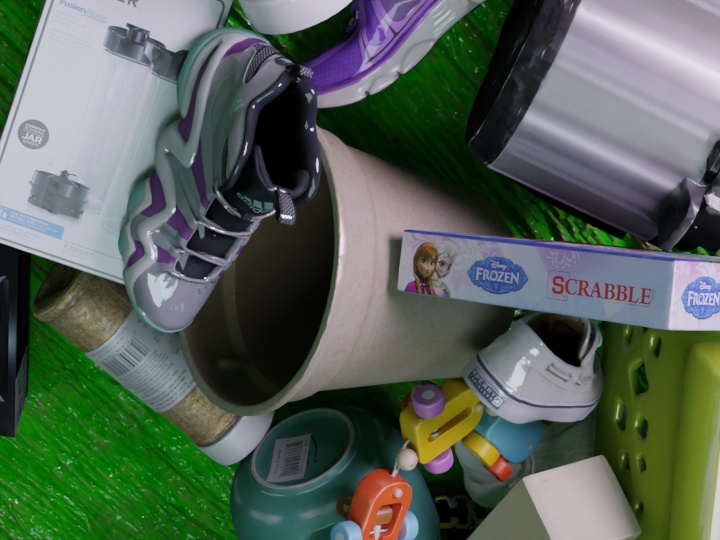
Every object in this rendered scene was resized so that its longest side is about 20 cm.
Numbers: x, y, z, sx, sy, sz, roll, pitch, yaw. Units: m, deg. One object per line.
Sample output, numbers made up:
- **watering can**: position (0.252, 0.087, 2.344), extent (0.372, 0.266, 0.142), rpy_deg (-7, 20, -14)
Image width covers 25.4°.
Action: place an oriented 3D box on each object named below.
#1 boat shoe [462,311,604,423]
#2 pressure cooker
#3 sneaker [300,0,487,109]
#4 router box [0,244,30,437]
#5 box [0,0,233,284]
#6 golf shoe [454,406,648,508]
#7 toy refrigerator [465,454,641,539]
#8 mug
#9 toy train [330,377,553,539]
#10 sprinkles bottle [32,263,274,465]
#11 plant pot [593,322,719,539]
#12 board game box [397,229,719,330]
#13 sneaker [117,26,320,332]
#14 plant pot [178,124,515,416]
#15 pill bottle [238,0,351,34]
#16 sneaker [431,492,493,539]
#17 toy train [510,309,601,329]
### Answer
- **boat shoe**: position (0.136, 0.057, 1.097), extent (0.071, 0.199, 0.070), rpy_deg (47, 108, 21)
- **pressure cooker**: position (0.182, -0.108, 0.988), extent (0.198, 0.179, 0.178), rpy_deg (24, 94, -4)
- **sneaker**: position (0.027, -0.183, 1.030), extent (0.200, 0.081, 0.084), rpy_deg (-40, 100, 19)
- **router box**: position (-0.330, 0.027, 1.198), extent (0.155, 0.053, 0.202), rpy_deg (8, 127, -4)
- **box**: position (-0.170, -0.106, 1.040), extent (0.115, 0.060, 0.202), rpy_deg (20, 99, -12)
- **golf shoe**: position (0.165, 0.124, 1.244), extent (0.198, 0.076, 0.092), rpy_deg (-17, 121, 13)
- **toy refrigerator**: position (0.121, 0.213, 1.182), extent (0.075, 0.071, 0.201), rpy_deg (-11, 152, -28)
- **mug**: position (-0.016, 0.182, 1.227), extent (0.152, 0.184, 0.115), rpy_deg (-39, 125, -23)
- **toy train**: position (0.057, 0.139, 1.170), extent (0.198, 0.055, 0.152), rpy_deg (-7, 120, -41)
- **sprinkles bottle**: position (-0.154, 0.066, 1.212), extent (0.068, 0.069, 0.200), rpy_deg (-34, 119, 25)
- **plant pot**: position (0.285, 0.114, 1.121), extent (0.197, 0.182, 0.202), rpy_deg (1, 106, -8)
- **board game box**: position (0.161, 0.006, 0.989), extent (0.198, 0.198, 0.042), rpy_deg (8, 93, 41)
- **sneaker**: position (-0.079, -0.040, 0.975), extent (0.077, 0.140, 0.202), rpy_deg (6, 106, -35)
- **plant pot**: position (0.000, 0.000, 1.081), extent (0.182, 0.202, 0.201), rpy_deg (6, 132, -37)
- **pill bottle**: position (-0.069, -0.246, 0.948), extent (0.109, 0.111, 0.201), rpy_deg (-17, 125, 14)
- **sneaker**: position (0.077, 0.217, 1.311), extent (0.199, 0.072, 0.083), rpy_deg (-32, 126, 23)
- **toy train**: position (0.090, 0.030, 1.197), extent (0.198, 0.042, 0.057), rpy_deg (-14, 115, 12)
